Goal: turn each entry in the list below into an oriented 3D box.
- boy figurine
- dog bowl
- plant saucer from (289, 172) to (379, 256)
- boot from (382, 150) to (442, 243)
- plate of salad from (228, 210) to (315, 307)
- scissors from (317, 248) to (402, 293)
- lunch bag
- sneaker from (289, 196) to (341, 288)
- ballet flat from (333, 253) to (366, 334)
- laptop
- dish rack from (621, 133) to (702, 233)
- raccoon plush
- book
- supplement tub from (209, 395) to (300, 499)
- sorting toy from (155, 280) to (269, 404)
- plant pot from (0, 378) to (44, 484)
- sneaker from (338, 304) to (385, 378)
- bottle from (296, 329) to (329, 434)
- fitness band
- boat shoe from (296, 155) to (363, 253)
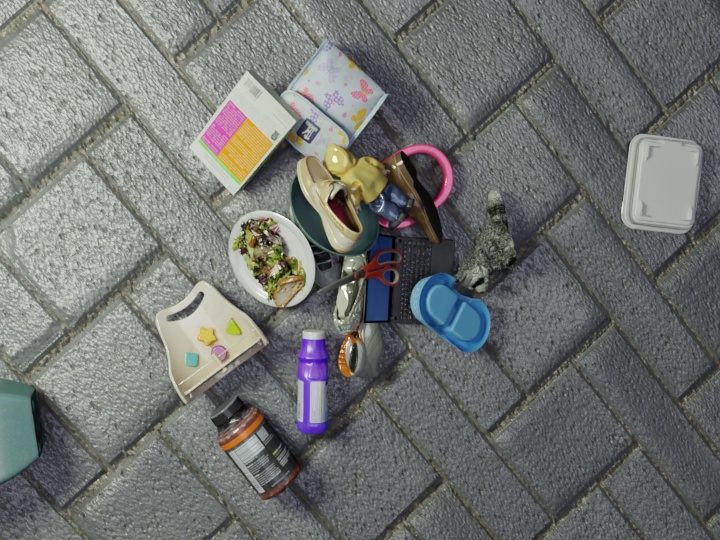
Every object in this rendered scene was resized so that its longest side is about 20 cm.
[{"bbox_3d":[0.007,-0.162,1.622,0.199,0.064,0.125,36,61,-11],"label":"boy figurine"},{"bbox_3d":[0.180,0.085,1.731,0.199,0.049,0.113,37,73,-28],"label":"dog bowl"},{"bbox_3d":[-0.055,-0.108,1.619,0.197,0.036,0.203,19,53,-27],"label":"plant saucer"},{"bbox_3d":[0.100,-0.135,1.704,0.075,0.074,0.202,-26,103,21],"label":"boot"},{"bbox_3d":[-0.179,-0.017,1.656,0.197,0.048,0.204,12,117,23],"label":"plate of salad"},{"bbox_3d":[0.000,0.000,1.636,0.197,0.014,0.075,-6,97,-31],"label":"scissors"},{"bbox_3d":[-0.066,-0.318,1.661,0.169,0.127,0.201,40,97,-8],"label":"lunch bag"},{"bbox_3d":[-0.087,-0.051,1.665,0.077,0.140,0.203,-24,96,-6],"label":"sneaker"},{"bbox_3d":[-0.014,0.025,1.692,0.070,0.072,0.204,13,76,-9],"label":"ballet flat"},{"bbox_3d":[0.100,0.020,1.712,0.196,0.103,0.181,4,90,-7],"label":"laptop"},{"bbox_3d":[0.652,-0.185,1.814,0.168,0.044,0.204,6,92,-8],"label":"dish rack"},{"bbox_3d":[0.246,-0.053,1.761,0.131,0.097,0.203,-12,66,4],"label":"raccoon plush"},{"bbox_3d":[-0.226,-0.265,1.636,0.134,0.048,0.200,44,115,-3],"label":"book"},{"bbox_3d":[-0.214,0.349,1.694,0.106,0.107,0.201,-36,97,-4],"label":"supplement tub"},{"bbox_3d":[-0.307,0.126,1.674,0.199,0.107,0.181,-35,91,-4],"label":"sorting toy"},{"bbox_3d":[-0.701,0.303,1.583,0.196,0.196,0.200,-7,95,-16],"label":"plant pot"},{"bbox_3d":[0.015,0.123,1.738,0.091,0.075,0.204,19,78,-40],"label":"sneaker"},{"bbox_3d":[-0.095,0.223,1.713,0.064,0.084,0.204,1,93,-8],"label":"bottle"},{"bbox_3d":[0.097,-0.172,1.737,0.198,0.037,0.145,-32,98,-4],"label":"fitness band"},{"bbox_3d":[-0.050,-0.134,1.566,0.073,0.069,0.202,-17,74,-41],"label":"boat shoe"}]
